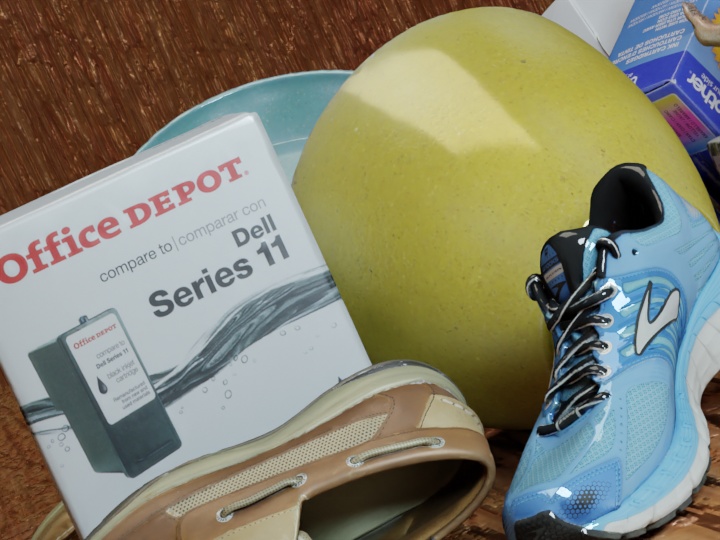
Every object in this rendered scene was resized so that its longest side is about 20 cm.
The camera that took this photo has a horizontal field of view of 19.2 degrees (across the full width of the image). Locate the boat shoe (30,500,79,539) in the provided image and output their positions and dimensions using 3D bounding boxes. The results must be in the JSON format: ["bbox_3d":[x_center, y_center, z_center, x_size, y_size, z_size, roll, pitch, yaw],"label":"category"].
[{"bbox_3d":[-0.064,0.112,1.016,0.199,0.072,0.076,-26,17,-11],"label":"boat shoe"}]

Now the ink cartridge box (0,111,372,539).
[{"bbox_3d":[-0.072,0.048,0.918,0.146,0.201,0.083,-26,5,-8],"label":"ink cartridge box"}]

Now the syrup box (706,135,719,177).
[{"bbox_3d":[0.252,-0.049,1.062,0.081,0.079,0.200,-25,5,-10],"label":"syrup box"}]

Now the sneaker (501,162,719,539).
[{"bbox_3d":[0.087,0.032,0.811,0.078,0.090,0.200,-24,23,35],"label":"sneaker"}]

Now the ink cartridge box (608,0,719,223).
[{"bbox_3d":[0.215,-0.102,1.223,0.076,0.136,0.200,-18,37,50],"label":"ink cartridge box"}]

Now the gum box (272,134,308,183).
[{"bbox_3d":[0.000,0.000,1.178,0.199,0.045,0.170,16,49,30],"label":"gum box"}]

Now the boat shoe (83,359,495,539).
[{"bbox_3d":[-0.035,0.109,0.837,0.200,0.076,0.074,-35,32,-7],"label":"boat shoe"}]

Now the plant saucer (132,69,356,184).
[{"bbox_3d":[-0.038,-0.037,1.169,0.199,0.036,0.200,-9,40,8],"label":"plant saucer"}]

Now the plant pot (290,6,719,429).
[{"bbox_3d":[0.085,-0.008,0.974,0.200,0.201,0.142,-27,30,-21],"label":"plant pot"}]

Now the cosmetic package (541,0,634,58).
[{"bbox_3d":[0.125,-0.080,1.418,0.085,0.108,0.200,-3,-34,-48],"label":"cosmetic package"}]

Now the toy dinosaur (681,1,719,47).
[{"bbox_3d":[0.239,-0.127,1.035,0.135,0.086,0.200,-14,14,25],"label":"toy dinosaur"}]
